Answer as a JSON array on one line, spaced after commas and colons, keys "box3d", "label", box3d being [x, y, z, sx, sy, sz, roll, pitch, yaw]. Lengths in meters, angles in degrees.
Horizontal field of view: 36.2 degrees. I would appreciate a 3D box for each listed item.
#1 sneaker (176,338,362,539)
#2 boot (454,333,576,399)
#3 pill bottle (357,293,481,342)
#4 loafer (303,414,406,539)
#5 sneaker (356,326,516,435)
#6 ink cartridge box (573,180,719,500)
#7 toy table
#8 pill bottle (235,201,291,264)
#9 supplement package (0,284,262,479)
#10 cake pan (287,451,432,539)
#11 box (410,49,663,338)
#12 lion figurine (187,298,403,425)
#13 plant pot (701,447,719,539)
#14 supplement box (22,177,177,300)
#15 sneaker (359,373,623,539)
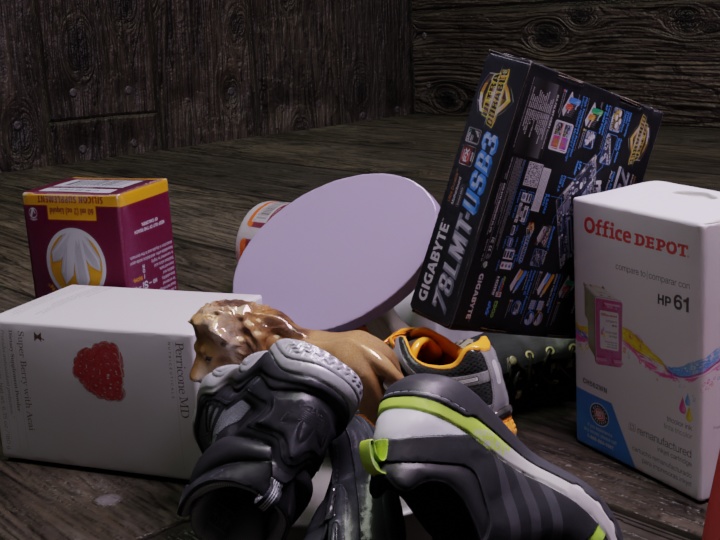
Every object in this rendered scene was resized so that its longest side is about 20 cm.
[{"box3d": [-0.076, 0.118, 0.679, 0.200, 0.075, 0.115, -36, 23, 57], "label": "sneaker"}, {"box3d": [0.172, 0.086, 0.964, 0.152, 0.075, 0.202, -19, 20, -37], "label": "boot"}, {"box3d": [0.028, 0.039, 1.092, 0.198, 0.112, 0.109, 9, 18, 43], "label": "pill bottle"}, {"box3d": [-0.007, 0.156, 0.625, 0.069, 0.069, 0.202, -12, 33, -2], "label": "loafer"}, {"box3d": [0.031, 0.079, 0.833, 0.198, 0.079, 0.078, 6, 17, 38], "label": "sneaker"}, {"box3d": [0.232, 0.044, 0.821, 0.083, 0.204, 0.144, -9, 14, -26], "label": "ink cartridge box"}, {"box3d": [0.000, 0.000, 0.976, 0.197, 0.187, 0.117, -12, -21, 25], "label": "toy table"}, {"box3d": [-0.051, -0.022, 1.356, 0.198, 0.116, 0.113, 10, 18, 43], "label": "pill bottle"}, {"box3d": [-0.188, 0.087, 0.912, 0.197, 0.124, 0.120, 2, 13, 22], "label": "supplement package"}, {"box3d": [-0.017, 0.152, 0.784, 0.196, 0.037, 0.200, -3, 13, 1], "label": "cake pan"}, {"box3d": [0.143, -0.049, 0.859, 0.049, 0.203, 0.197, 24, 13, 41], "label": "box"}, {"box3d": [-0.023, 0.068, 0.752, 0.197, 0.123, 0.073, -5, 37, 35], "label": "lion figurine"}, {"box3d": [0.304, 0.095, 0.645, 0.196, 0.181, 0.201, -3, 12, 1], "label": "plant pot"}, {"box3d": [-0.238, 0.019, 1.035, 0.109, 0.204, 0.086, 3, 15, 22], "label": "supplement box"}, {"box3d": [0.071, 0.142, 0.627, 0.071, 0.199, 0.084, -24, 35, 48], "label": "sneaker"}]
